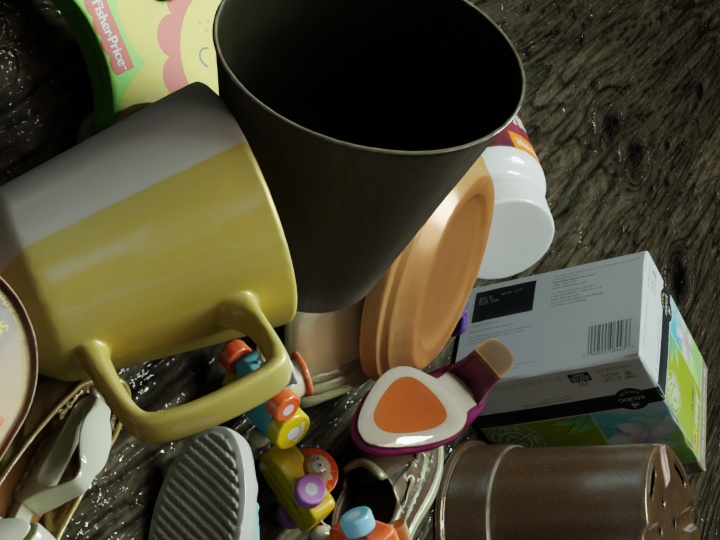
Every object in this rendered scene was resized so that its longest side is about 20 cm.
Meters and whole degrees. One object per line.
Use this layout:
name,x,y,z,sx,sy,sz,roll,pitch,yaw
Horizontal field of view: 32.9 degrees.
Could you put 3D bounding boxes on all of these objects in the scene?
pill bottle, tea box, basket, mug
pill bottle,0.106,-0.096,1.129,0.114,0.114,0.201,46,21,-43
tea box,0.226,0.109,1.234,0.197,0.198,0.134,52,38,-36
basket,-0.016,-0.070,0.757,0.178,0.200,0.137,9,57,-11
mug,-0.128,-0.007,0.677,0.152,0.186,0.151,-22,112,-16

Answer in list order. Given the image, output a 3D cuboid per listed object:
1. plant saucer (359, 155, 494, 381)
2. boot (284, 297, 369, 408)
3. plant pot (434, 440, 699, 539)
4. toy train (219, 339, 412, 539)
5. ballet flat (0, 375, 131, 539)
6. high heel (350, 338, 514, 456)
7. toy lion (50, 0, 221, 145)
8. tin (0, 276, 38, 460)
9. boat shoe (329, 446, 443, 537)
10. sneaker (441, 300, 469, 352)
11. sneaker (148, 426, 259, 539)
plant saucer,0.058,-0.004,0.946,0.201,0.037,0.201,-56,159,-36
boot,0.000,0.000,0.949,0.200,0.072,0.157,-45,145,-44
plant pot,0.202,0.250,1.142,0.200,0.197,0.202,28,56,-53
toy train,-0.024,0.129,0.850,0.055,0.150,0.202,-29,102,-29
ballet flat,-0.182,0.128,0.660,0.069,0.063,0.201,56,36,-35
high heel,0.041,0.115,0.916,0.199,0.096,0.068,-15,63,-51
toy lion,-0.116,-0.160,0.810,0.191,0.068,0.202,-35,112,-34
tin,-0.231,0.083,0.573,0.112,0.042,0.201,43,57,-28
boat shoe,0.018,0.171,0.968,0.075,0.074,0.203,67,29,-43
sneaker,0.055,0.034,1.094,0.199,0.080,0.084,2,83,-60
sneaker,-0.090,0.205,0.793,0.082,0.073,0.202,27,65,-62
